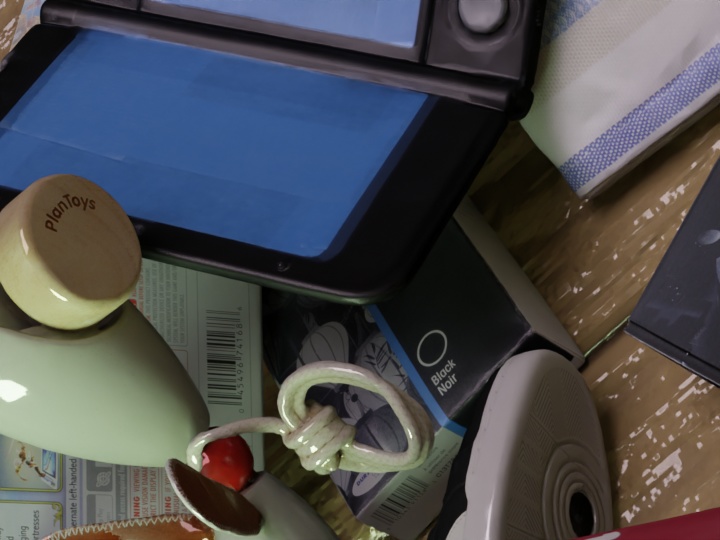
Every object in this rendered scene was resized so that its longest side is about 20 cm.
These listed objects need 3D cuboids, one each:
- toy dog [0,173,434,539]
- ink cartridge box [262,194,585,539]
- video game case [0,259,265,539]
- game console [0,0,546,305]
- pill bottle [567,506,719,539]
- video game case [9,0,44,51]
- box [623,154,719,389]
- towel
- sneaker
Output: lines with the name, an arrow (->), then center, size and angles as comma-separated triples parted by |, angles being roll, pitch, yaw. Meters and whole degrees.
toy dog -> -0.085, 0.062, 0.775 | 0.097, 0.199, 0.132 | -56, -1, -43
ink cartridge box -> 0.000, 0.000, 0.894 | 0.100, 0.039, 0.200 | -48, 44, 14
video game case -> -0.124, 0.079, 0.840 | 0.045, 0.180, 0.202 | -26, 62, 59
game console -> -0.044, -0.098, 0.817 | 0.199, 0.116, 0.177 | 13, 103, 22
pill bottle -> 0.056, 0.136, 0.663 | 0.198, 0.113, 0.114 | -13, 56, 3
video game case -> -0.105, -0.134, 1.073 | 0.142, 0.018, 0.202 | 0, 69, 43
box -> 0.195, -0.032, 0.724 | 0.160, 0.043, 0.201 | 31, 91, 46
towel -> 0.079, -0.143, 0.833 | 0.147, 0.024, 0.201 | -39, 81, 21
sneaker -> 0.020, 0.128, 0.784 | 0.111, 0.073, 0.202 | -11, 64, 37
